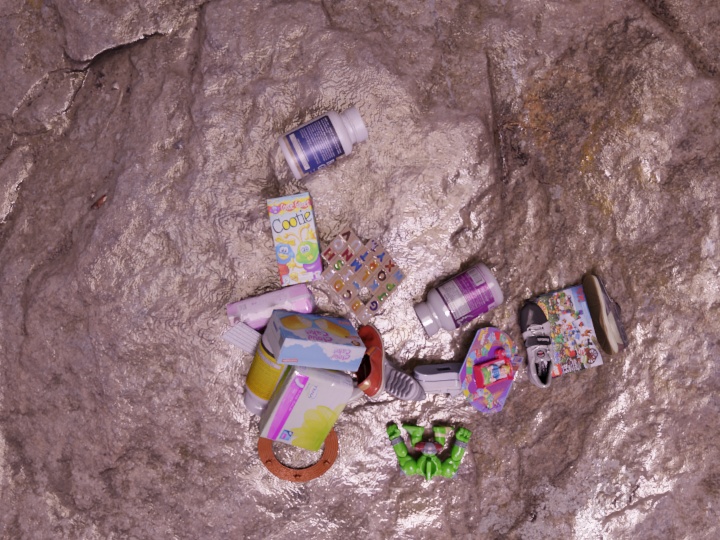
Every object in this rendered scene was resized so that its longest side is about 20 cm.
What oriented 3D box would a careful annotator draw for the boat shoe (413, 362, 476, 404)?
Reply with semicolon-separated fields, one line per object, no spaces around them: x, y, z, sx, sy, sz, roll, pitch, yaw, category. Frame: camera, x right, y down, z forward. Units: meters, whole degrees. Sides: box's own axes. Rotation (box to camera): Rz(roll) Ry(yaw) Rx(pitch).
0.217;0.277;1.351;0.199;0.075;0.087;1;106;-22;boat shoe

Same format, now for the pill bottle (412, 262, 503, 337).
0.229;0.075;1.336;0.198;0.112;0.113;-29;92;1;pill bottle

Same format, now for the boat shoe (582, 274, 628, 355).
0.599;0.102;1.366;0.065;0.072;0.203;-18;92;-10;boat shoe

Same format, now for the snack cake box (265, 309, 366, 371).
-0.100;0.156;1.247;0.198;0.115;0.068;11;113;-30;snack cake box

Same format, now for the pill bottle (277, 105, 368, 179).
-0.086;-0.307;1.323;0.198;0.111;0.112;-26;92;1;pill bottle

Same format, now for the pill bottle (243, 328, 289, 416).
-0.204;0.239;1.316;0.111;0.113;0.202;25;113;-1;pill bottle

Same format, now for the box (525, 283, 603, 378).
0.499;0.149;1.377;0.135;0.038;0.203;-16;92;0;box

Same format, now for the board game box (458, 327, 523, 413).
0.320;0.235;1.330;0.158;0.039;0.201;38;67;-21;board game box

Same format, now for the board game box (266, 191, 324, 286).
-0.151;-0.073;1.332;0.103;0.103;0.203;-10;92;-1;board game box

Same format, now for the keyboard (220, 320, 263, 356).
-0.251;0.167;1.304;0.056;0.200;0.011;-43;59;-2;keyboard

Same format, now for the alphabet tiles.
0.000;0.000;1.328;0.200;0.008;0.167;49;68;-17;alphabet tiles

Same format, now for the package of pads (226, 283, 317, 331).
-0.206;0.092;1.325;0.197;0.121;0.077;-15;79;-1;package of pads

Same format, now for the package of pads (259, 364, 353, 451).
-0.120;0.304;1.263;0.153;0.068;0.202;21;110;-20;package of pads

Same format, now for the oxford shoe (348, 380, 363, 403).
-0.084;0.293;1.356;0.197;0.075;0.058;-10;112;4;oxford shoe

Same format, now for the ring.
-0.151;0.431;1.363;0.197;0.019;0.203;-1;106;-3;ring

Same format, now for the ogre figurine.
0.162;0.436;1.354;0.197;0.098;0.122;5;80;-12;ogre figurine

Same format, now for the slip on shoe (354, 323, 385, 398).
0.016;0.201;1.308;0.061;0.201;0.074;34;123;-31;slip on shoe

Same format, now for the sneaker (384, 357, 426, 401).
0.074;0.259;1.319;0.082;0.199;0.075;36;86;-39;sneaker

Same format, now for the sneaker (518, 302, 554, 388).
0.423;0.177;1.318;0.073;0.089;0.203;-10;91;5;sneaker
